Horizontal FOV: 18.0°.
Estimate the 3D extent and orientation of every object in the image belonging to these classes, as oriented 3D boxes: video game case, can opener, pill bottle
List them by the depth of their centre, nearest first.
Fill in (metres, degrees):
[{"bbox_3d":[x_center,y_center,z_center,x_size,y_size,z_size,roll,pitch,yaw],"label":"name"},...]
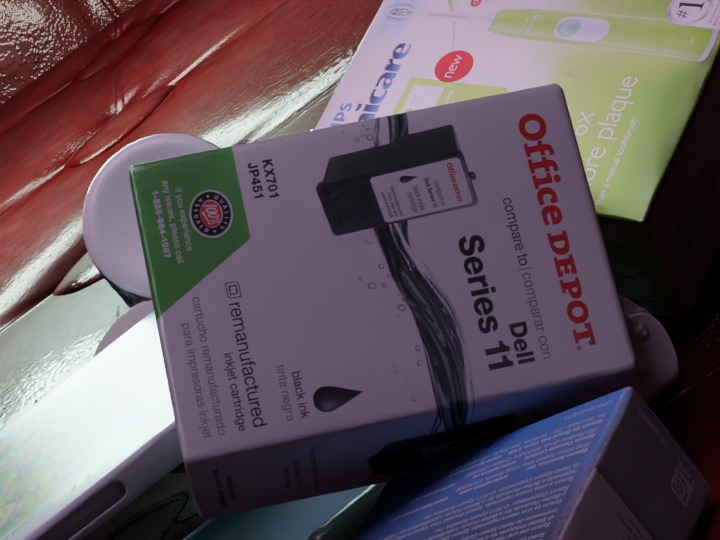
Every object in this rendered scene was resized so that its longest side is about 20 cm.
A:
[{"bbox_3d":[0.066,0.087,1.058,0.200,0.053,0.067,-38,-18,-8],"label":"can opener"},{"bbox_3d":[-0.150,0.095,1.193,0.182,0.022,0.200,-38,16,12],"label":"video game case"},{"bbox_3d":[-0.103,-0.006,1.437,0.106,0.106,0.200,-38,-17,-5],"label":"pill bottle"}]

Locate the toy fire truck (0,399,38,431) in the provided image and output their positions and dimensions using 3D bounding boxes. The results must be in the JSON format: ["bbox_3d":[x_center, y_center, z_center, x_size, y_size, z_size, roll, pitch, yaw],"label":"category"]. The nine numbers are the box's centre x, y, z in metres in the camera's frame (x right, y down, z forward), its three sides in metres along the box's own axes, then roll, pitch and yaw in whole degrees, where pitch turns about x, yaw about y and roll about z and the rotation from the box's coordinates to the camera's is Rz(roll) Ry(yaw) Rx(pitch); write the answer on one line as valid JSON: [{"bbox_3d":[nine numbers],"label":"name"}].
[{"bbox_3d":[-0.180,0.122,1.455,0.141,0.049,0.200,-34,17,14],"label":"toy fire truck"}]

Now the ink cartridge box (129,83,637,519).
[{"bbox_3d":[0.010,0.013,1.004,0.199,0.147,0.083,-12,-22,-4],"label":"ink cartridge box"}]

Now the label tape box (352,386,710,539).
[{"bbox_3d":[0.040,0.147,0.896,0.143,0.066,0.200,-26,22,39],"label":"label tape box"}]

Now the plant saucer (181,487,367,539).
[{"bbox_3d":[-0.031,0.130,1.108,0.200,0.070,0.019,-39,-23,-5],"label":"plant saucer"}]

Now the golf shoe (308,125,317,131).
[{"bbox_3d":[-0.051,-0.037,1.583,0.200,0.077,0.088,-39,23,-3],"label":"golf shoe"}]

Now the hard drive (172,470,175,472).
[{"bbox_3d":[-0.050,0.062,1.255,0.200,0.033,0.139,-35,-12,22],"label":"hard drive"}]

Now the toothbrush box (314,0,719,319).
[{"bbox_3d":[0.091,-0.070,1.154,0.199,0.086,0.146,10,59,33],"label":"toothbrush box"}]

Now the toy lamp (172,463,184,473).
[{"bbox_3d":[-0.029,0.092,1.209,0.200,0.058,0.058,-32,17,14],"label":"toy lamp"}]

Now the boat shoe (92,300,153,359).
[{"bbox_3d":[-0.072,0.031,1.312,0.200,0.072,0.068,-38,-26,27],"label":"boat shoe"}]

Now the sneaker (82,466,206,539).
[{"bbox_3d":[-0.128,0.180,1.154,0.200,0.078,0.082,-42,52,1],"label":"sneaker"}]
